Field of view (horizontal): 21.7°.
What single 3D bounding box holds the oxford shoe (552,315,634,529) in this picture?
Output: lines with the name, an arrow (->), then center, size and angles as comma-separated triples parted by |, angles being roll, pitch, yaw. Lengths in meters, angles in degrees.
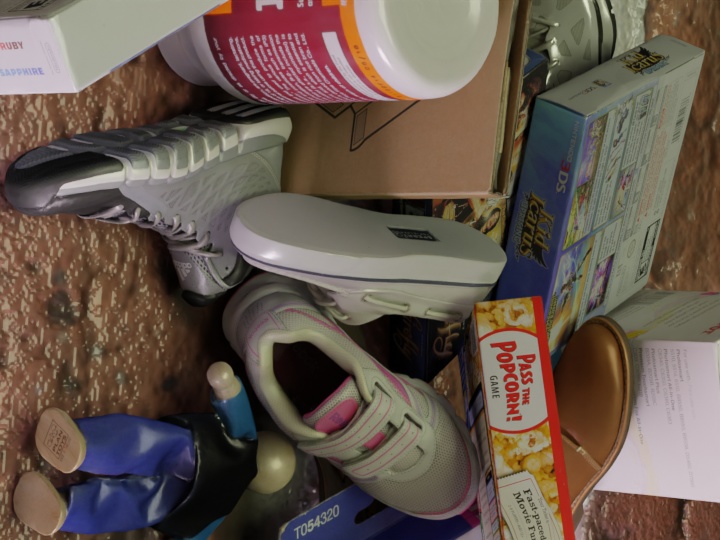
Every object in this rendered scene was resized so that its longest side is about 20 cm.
oxford shoe -> 0.138, 0.126, 1.350 | 0.071, 0.071, 0.201 | 1, 116, -42

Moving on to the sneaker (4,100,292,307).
sneaker -> -0.115, -0.027, 1.107 | 0.199, 0.075, 0.116 | -18, 114, -40

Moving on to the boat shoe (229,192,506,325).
boat shoe -> 0.000, 0.000, 1.156 | 0.199, 0.072, 0.066 | 3, 121, -42

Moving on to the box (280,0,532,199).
box -> 0.016, -0.124, 1.150 | 0.021, 0.199, 0.164 | 15, 80, -47

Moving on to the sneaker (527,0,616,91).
sneaker -> 0.132, -0.140, 1.367 | 0.115, 0.075, 0.201 | -42, 123, -40

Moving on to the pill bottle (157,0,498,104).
pill bottle -> -0.027, -0.154, 1.102 | 0.113, 0.199, 0.114 | -2, 93, -47

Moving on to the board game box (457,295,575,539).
board game box -> 0.101, 0.131, 1.213 | 0.152, 0.046, 0.201 | 94, -10, -77

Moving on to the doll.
doll -> -0.109, 0.116, 1.129 | 0.200, 0.048, 0.137 | 7, 107, -50

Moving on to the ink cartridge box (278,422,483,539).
ink cartridge box -> 0.025, 0.228, 1.260 | 0.196, 0.043, 0.201 | -24, 123, -44

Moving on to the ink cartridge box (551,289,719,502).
ink cartridge box -> 0.243, 0.091, 1.404 | 0.128, 0.199, 0.126 | -21, 107, -44

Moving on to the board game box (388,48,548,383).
board game box -> 0.072, -0.038, 1.279 | 0.135, 0.035, 0.201 | -41, 145, -38

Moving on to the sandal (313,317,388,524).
sandal -> -0.002, 0.106, 1.246 | 0.080, 0.054, 0.201 | -31, 114, -42

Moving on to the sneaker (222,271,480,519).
sneaker -> -0.007, 0.090, 1.164 | 0.200, 0.088, 0.081 | 39, 101, -10

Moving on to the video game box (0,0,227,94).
video game box -> -0.145, -0.150, 0.988 | 0.200, 0.182, 0.047 | -38, 122, -39

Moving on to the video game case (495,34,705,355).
video game case -> 0.168, -0.053, 1.351 | 0.181, 0.045, 0.201 | -31, 138, -50
